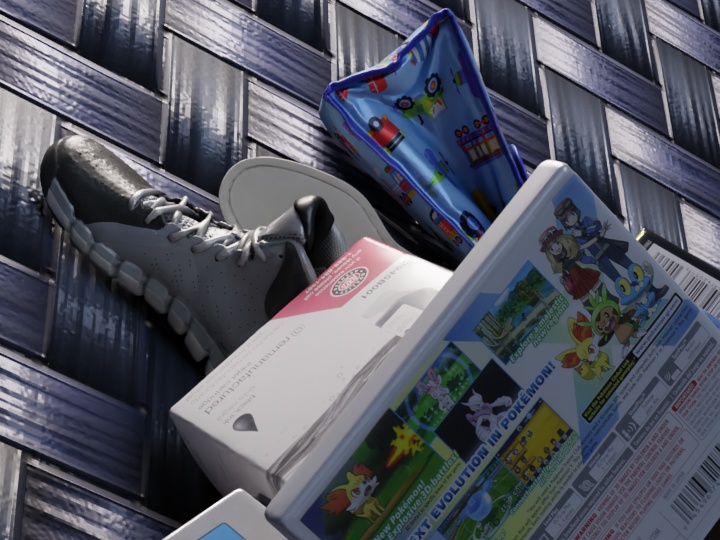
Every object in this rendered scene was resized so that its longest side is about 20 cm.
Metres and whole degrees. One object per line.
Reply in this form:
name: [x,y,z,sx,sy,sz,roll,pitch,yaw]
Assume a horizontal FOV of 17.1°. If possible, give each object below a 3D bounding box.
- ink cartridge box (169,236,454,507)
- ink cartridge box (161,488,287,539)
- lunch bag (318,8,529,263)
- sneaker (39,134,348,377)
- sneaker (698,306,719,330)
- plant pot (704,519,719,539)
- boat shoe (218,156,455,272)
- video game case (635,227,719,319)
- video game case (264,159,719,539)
ink cartridge box: [0.021,0.077,1.151,0.200,0.146,0.085,25,-27,54]
ink cartridge box: [-0.061,0.202,1.014,0.176,0.045,0.200,37,49,25]
lunch bag: [0.065,-0.043,1.435,0.200,0.094,0.151,56,-1,-1]
sneaker: [-0.071,-0.021,1.273,0.200,0.115,0.075,46,34,1]
sneaker: [0.143,0.051,1.281,0.200,0.078,0.070,25,-12,48]
plant pot: [0.114,0.142,1.230,0.200,0.200,0.175,3,13,-45]
boat shoe: [0.000,0.000,1.399,0.200,0.073,0.063,30,-6,-13]
video game case: [0.201,0.082,1.362,0.200,0.026,0.181,31,51,15]
video game case: [0.080,0.084,1.057,0.182,0.200,0.022,45,-12,-27]
